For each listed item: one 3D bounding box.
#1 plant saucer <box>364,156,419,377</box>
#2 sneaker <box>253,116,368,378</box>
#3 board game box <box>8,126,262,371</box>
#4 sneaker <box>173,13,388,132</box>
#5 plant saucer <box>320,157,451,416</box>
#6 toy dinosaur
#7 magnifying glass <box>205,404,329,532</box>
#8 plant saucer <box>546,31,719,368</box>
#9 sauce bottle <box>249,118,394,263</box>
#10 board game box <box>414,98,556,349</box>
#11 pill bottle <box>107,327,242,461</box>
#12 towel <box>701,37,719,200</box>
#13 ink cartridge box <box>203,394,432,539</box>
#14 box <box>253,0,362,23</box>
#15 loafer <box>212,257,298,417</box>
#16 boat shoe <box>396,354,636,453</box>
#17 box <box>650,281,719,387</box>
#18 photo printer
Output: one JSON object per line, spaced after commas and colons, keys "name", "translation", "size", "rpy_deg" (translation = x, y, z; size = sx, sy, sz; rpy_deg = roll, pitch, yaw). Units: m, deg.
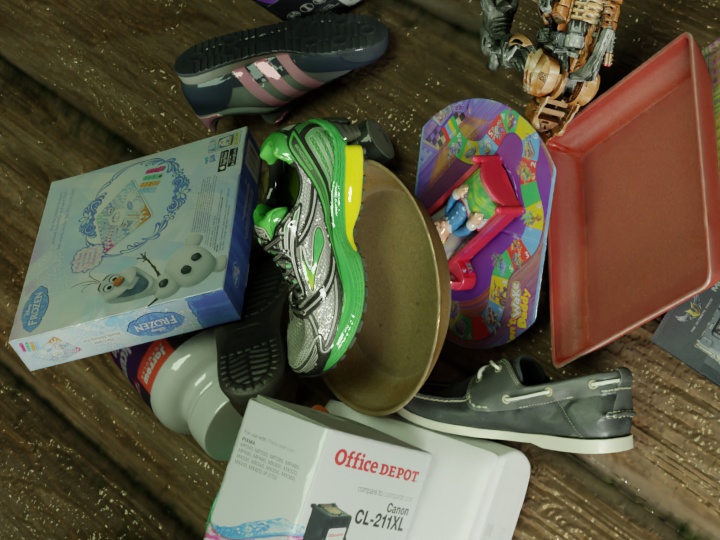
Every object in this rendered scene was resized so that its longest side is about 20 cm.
{"name": "plant saucer", "translation": [0.000, 0.000, 1.463], "size": [0.200, 0.034, 0.202], "rpy_deg": [13, 106, 55]}
{"name": "sneaker", "translation": [-0.048, -0.016, 1.364], "size": [0.078, 0.085, 0.202], "rpy_deg": [10, 104, 56]}
{"name": "board game box", "translation": [-0.187, -0.020, 1.508], "size": [0.198, 0.043, 0.201], "rpy_deg": [-13, 42, 17]}
{"name": "sneaker", "translation": [-0.064, -0.177, 1.603], "size": [0.199, 0.082, 0.070], "rpy_deg": [-7, 38, 15]}
{"name": "plant saucer", "translation": [0.015, 0.012, 1.382], "size": [0.200, 0.035, 0.202], "rpy_deg": [12, 104, 55]}
{"name": "toy dinosaur", "translation": [0.149, -0.169, 1.390], "size": [0.200, 0.102, 0.136], "rpy_deg": [-49, 30, 12]}
{"name": "magnifying glass", "translation": [-0.079, 0.170, 1.457], "size": [0.200, 0.022, 0.080], "rpy_deg": [-47, 26, 43]}
{"name": "plant saucer", "translation": [0.207, -0.046, 1.325], "size": [0.200, 0.036, 0.201], "rpy_deg": [-37, 48, 55]}
{"name": "sauce bottle", "translation": [-0.059, -0.065, 1.555], "size": [0.199, 0.066, 0.066], "rpy_deg": [-30, 59, 21]}
{"name": "board game box", "translation": [0.080, -0.036, 1.411], "size": [0.158, 0.039, 0.201], "rpy_deg": [20, 108, 48]}
{"name": "pill bottle", "translation": [-0.151, 0.071, 1.540], "size": [0.112, 0.111, 0.200], "rpy_deg": [-52, 52, 9]}
{"name": "towel", "translation": [0.255, -0.091, 1.311], "size": [0.200, 0.023, 0.145], "rpy_deg": [-37, 48, 56]}
{"name": "ink cartridge box", "translation": [-0.043, 0.207, 1.306], "size": [0.082, 0.145, 0.201], "rpy_deg": [17, 88, 36]}
{"name": "box", "translation": [-0.054, -0.339, 1.617], "size": [0.122, 0.106, 0.201], "rpy_deg": [-27, 61, 26]}
{"name": "loafer", "translation": [-0.084, 0.062, 1.453], "size": [0.073, 0.071, 0.201], "rpy_deg": [-12, 33, 10]}
{"name": "boat shoe", "translation": [0.117, 0.096, 1.358], "size": [0.199, 0.072, 0.068], "rpy_deg": [4, 99, 32]}
{"name": "box", "translation": [0.323, 0.008, 1.263], "size": [0.157, 0.051, 0.201], "rpy_deg": [34, 96, 38]}
{"name": "photo printer", "translation": [0.022, 0.196, 1.401], "size": [0.199, 0.069, 0.167], "rpy_deg": [16, 84, 38]}
